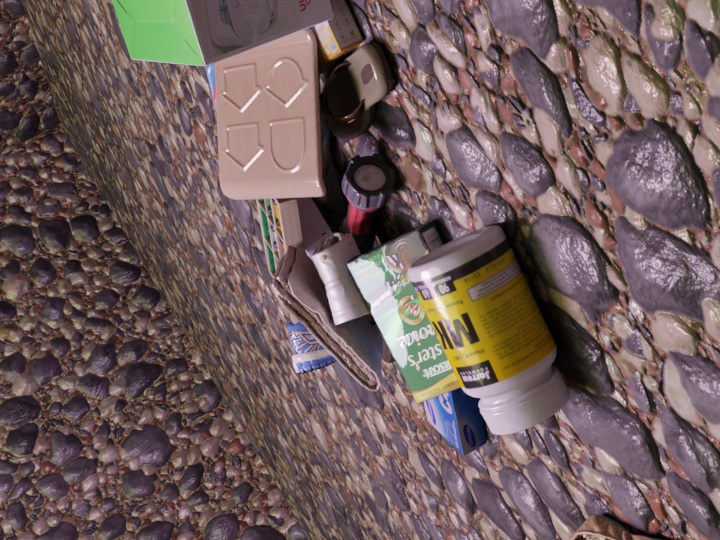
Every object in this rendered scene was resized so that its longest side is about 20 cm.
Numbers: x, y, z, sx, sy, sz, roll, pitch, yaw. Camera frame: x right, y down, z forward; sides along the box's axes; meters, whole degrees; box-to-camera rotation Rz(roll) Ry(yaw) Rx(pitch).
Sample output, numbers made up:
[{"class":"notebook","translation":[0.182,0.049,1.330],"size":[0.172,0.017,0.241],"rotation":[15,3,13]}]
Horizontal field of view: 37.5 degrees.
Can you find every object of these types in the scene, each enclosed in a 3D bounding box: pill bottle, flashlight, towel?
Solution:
[{"class":"pill bottle","translation":[0.140,0.064,1.131],"size":[0.201,0.114,0.114],"rotation":[64,162,-5]},{"class":"flashlight","translation":[0.003,-0.076,1.389],"size":[0.068,0.068,0.200],"rotation":[45,157,15]},{"class":"towel","translation":[-0.038,0.059,1.402],"size":[0.200,0.034,0.133],"rotation":[47,-162,-15]}]

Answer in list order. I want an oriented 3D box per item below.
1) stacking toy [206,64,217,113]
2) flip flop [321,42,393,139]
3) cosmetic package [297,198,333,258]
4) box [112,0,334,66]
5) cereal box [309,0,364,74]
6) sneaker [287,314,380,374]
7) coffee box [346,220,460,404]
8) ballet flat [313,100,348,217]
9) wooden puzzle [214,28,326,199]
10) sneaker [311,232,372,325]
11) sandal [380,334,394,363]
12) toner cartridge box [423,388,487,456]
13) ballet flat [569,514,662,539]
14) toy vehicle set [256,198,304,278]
[{"class":"stacking toy","translation":[-0.142,-0.200,1.443],"size":[0.201,0.109,0.117],"rotation":[-104,4,-46]},{"class":"flip flop","translation":[-0.014,-0.208,1.259],"size":[0.082,0.057,0.200],"rotation":[62,162,1]},{"class":"cosmetic package","translation":[-0.075,-0.058,1.572],"size":[0.201,0.051,0.151],"rotation":[59,173,40]},{"class":"box","translation":[-0.158,-0.303,1.196],"size":[0.199,0.176,0.097],"rotation":[19,131,54]},{"class":"cereal box","translation":[-0.075,-0.341,1.268],"size":[0.201,0.039,0.144],"rotation":[64,161,-5]},{"class":"sneaker","translation":[-0.029,0.069,1.504],"size":[0.077,0.200,0.086],"rotation":[-15,100,41]},{"class":"coffee box","translation":[0.079,0.054,1.302],"size":[0.122,0.044,0.201],"rotation":[-24,94,35]},{"class":"ballet flat","translation":[-0.066,-0.149,1.480],"size":[0.067,0.063,0.201],"rotation":[43,154,45]},{"class":"wooden puzzle","translation":[-0.108,-0.190,1.312],"size":[0.184,0.046,0.202],"rotation":[2,100,44]},{"class":"sneaker","translation":[0.000,0.000,1.407],"size":[0.116,0.073,0.200],"rotation":[68,-162,3]},{"class":"sandal","translation":[-0.007,0.060,1.627],"size":[0.201,0.054,0.082],"rotation":[59,162,13]},{"class":"toner cartridge box","translation":[0.116,0.147,1.429],"size":[0.095,0.043,0.201],"rotation":[43,154,50]},{"class":"ballet flat","translation":[0.292,0.320,1.150],"size":[0.071,0.065,0.200],"rotation":[65,162,-8]},{"class":"toy vehicle set","translation":[-0.112,-0.048,1.502],"size":[0.124,0.026,0.201],"rotation":[-126,23,-48]}]
